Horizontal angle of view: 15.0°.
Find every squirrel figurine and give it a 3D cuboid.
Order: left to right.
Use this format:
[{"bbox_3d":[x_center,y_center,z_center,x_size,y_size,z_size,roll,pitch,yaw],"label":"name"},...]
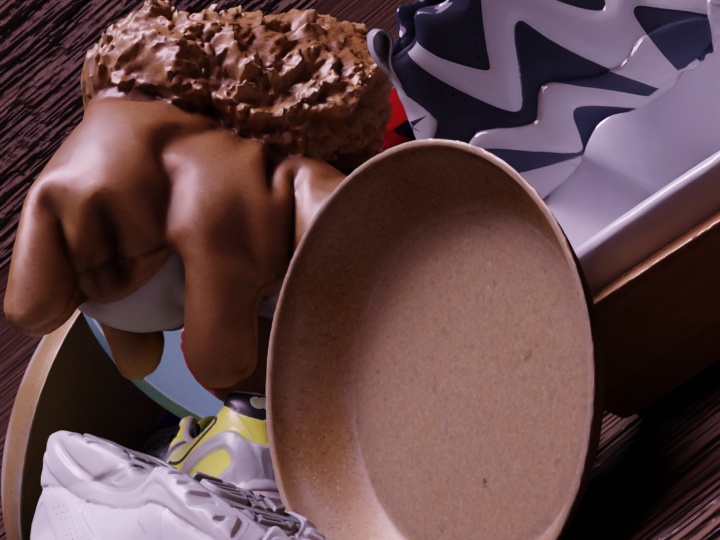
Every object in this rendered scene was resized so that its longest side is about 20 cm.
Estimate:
[{"bbox_3d":[-0.040,-0.038,1.262,0.186,0.142,0.200,1,72,20],"label":"squirrel figurine"}]

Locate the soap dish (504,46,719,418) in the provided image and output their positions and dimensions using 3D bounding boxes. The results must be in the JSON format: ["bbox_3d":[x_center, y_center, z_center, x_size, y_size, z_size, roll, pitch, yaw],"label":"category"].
[{"bbox_3d":[0.151,-0.031,1.170,0.157,0.081,0.200,-36,12,26],"label":"soap dish"}]

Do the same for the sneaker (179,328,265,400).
[{"bbox_3d":[0.000,0.000,1.367,0.200,0.078,0.082,-33,3,8],"label":"sneaker"}]

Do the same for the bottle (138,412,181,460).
[{"bbox_3d":[-0.085,0.107,1.494,0.084,0.065,0.200,-30,16,44],"label":"bottle"}]

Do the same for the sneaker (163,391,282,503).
[{"bbox_3d":[-0.068,0.112,1.292,0.200,0.075,0.077,146,129,-62],"label":"sneaker"}]

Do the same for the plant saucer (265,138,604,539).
[{"bbox_3d":[0.036,0.047,1.111,0.035,0.200,0.200,4,-23,-39],"label":"plant saucer"}]

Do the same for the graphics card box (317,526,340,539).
[{"bbox_3d":[-0.084,0.201,1.155,0.125,0.051,0.200,-27,19,51],"label":"graphics card box"}]

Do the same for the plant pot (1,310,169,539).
[{"bbox_3d":[-0.143,0.089,1.493,0.027,0.200,0.200,13,39,22],"label":"plant pot"}]

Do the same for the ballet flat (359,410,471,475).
[{"bbox_3d":[0.013,0.081,1.220,0.069,0.069,0.200,-47,15,-30],"label":"ballet flat"}]

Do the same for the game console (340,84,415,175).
[{"bbox_3d":[0.067,-0.065,1.439,0.177,0.031,0.200,-35,-27,27],"label":"game console"}]

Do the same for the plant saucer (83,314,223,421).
[{"bbox_3d":[-0.069,0.021,1.451,0.027,0.200,0.200,-54,1,36],"label":"plant saucer"}]

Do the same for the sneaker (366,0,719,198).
[{"bbox_3d":[0.088,-0.130,1.216,0.199,0.130,0.079,-41,11,1],"label":"sneaker"}]

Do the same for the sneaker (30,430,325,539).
[{"bbox_3d":[-0.083,0.132,1.146,0.200,0.078,0.100,10,78,61],"label":"sneaker"}]
